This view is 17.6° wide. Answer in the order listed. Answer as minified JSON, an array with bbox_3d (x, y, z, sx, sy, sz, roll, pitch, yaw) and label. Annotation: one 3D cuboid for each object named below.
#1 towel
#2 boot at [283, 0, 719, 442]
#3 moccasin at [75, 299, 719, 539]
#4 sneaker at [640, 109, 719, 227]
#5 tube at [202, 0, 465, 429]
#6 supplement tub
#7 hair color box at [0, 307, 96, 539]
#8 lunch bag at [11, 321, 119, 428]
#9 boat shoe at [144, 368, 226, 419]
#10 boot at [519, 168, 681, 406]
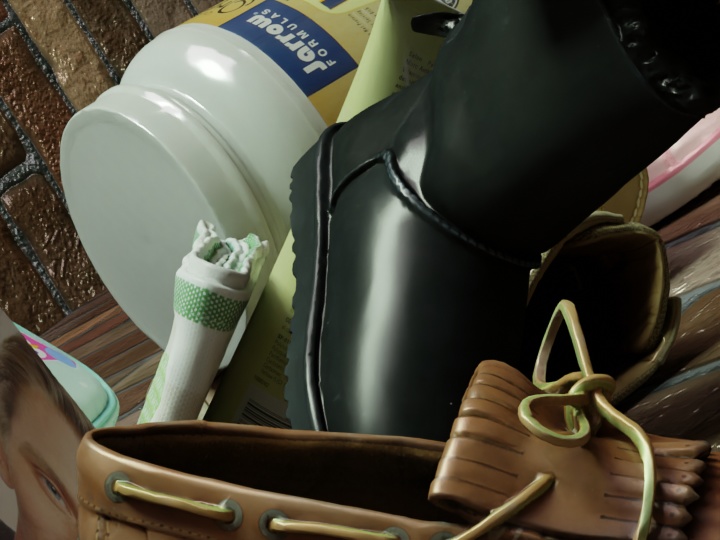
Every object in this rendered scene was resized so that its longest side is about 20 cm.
[{"bbox_3d":[-0.086,0.081,0.835,0.149,0.031,0.201,-83,16,-84],"label":"towel"},{"bbox_3d":[0.049,-0.017,0.698,0.162,0.073,0.199,-43,39,35],"label":"boot"},{"bbox_3d":[0.032,0.052,0.534,0.200,0.078,0.074,-4,12,17],"label":"moccasin"},{"bbox_3d":[0.097,-0.059,1.147,0.200,0.105,0.075,-27,6,34],"label":"sneaker"},{"bbox_3d":[0.000,0.000,0.832,0.058,0.052,0.201,2,-61,-60],"label":"tube"},{"bbox_3d":[-0.015,-0.058,1.000,0.200,0.145,0.144,-33,6,-31],"label":"supplement tub"},{"bbox_3d":[-0.090,0.100,0.561,0.060,0.100,0.200,-29,28,9],"label":"hair color box"},{"bbox_3d":[-0.177,0.068,0.817,0.077,0.160,0.200,-64,-6,21],"label":"lunch bag"},{"bbox_3d":[0.004,0.043,1.036,0.199,0.072,0.068,-30,31,-24],"label":"boat shoe"},{"bbox_3d":[0.077,0.001,0.889,0.200,0.073,0.155,-44,9,-29],"label":"boot"}]
